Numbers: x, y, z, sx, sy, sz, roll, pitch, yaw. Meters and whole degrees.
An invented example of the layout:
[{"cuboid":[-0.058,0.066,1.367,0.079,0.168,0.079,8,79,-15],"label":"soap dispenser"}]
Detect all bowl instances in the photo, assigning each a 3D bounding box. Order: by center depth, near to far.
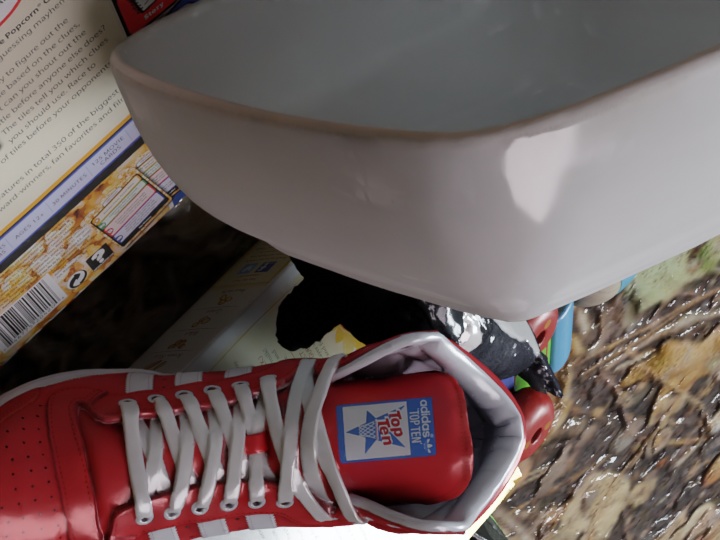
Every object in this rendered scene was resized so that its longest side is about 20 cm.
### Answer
[{"cuboid":[0.047,-0.050,0.904,0.199,0.199,0.075,-23,114,-32],"label":"bowl"}]

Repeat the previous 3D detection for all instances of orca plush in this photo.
[{"cuboid":[0.000,0.000,1.064,0.071,0.106,0.200,-27,159,12],"label":"orca plush"}]

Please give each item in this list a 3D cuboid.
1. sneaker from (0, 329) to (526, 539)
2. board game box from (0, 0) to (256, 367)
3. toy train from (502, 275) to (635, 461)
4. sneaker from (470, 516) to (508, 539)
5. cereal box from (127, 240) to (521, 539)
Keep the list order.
[{"cuboid":[-0.038,0.061,0.987,0.199,0.072,0.112,-7,178,-36],"label":"sneaker"},{"cuboid":[-0.108,-0.067,0.939,0.151,0.046,0.200,-43,152,-6],"label":"board game box"},{"cuboid":[0.065,-0.022,1.203,0.116,0.085,0.200,-43,153,-26],"label":"toy train"},{"cuboid":[0.031,0.140,1.355,0.077,0.084,0.200,-47,152,4],"label":"sneaker"},{"cuboid":[-0.030,0.079,1.108,0.200,0.039,0.144,-44,118,-39],"label":"cereal box"}]
